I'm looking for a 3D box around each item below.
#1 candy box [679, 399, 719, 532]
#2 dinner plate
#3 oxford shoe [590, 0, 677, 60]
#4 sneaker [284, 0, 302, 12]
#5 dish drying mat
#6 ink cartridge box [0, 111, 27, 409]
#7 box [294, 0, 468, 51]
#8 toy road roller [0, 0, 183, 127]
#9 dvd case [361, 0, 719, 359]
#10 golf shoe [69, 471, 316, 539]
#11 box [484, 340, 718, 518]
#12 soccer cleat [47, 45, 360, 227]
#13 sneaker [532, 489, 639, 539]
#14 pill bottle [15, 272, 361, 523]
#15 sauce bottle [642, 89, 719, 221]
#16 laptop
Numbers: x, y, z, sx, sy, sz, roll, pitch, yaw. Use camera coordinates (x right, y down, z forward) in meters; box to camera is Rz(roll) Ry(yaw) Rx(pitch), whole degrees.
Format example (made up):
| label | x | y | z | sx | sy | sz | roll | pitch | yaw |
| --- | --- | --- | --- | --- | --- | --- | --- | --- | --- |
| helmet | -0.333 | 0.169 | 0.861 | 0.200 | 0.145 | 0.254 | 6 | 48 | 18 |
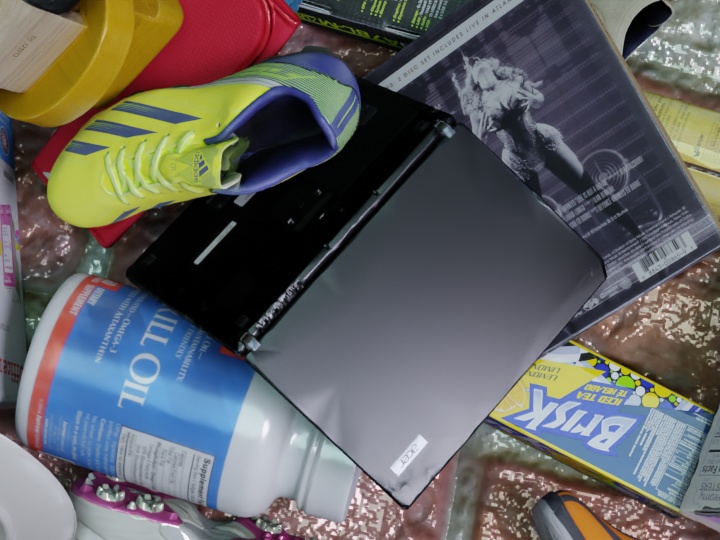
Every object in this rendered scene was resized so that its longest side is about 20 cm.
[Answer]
| label | x | y | z | sx | sy | sz | roll | pitch | yaw |
| --- | --- | --- | --- | --- | --- | --- | --- | --- | --- |
| candy box | 0.298 | 0.081 | 0.929 | 0.167 | 0.072 | 0.201 | 26 | 76 | -15 |
| dinner plate | -0.262 | 0.128 | 0.933 | 0.199 | 0.200 | 0.024 | 11 | 55 | 4 |
| oxford shoe | 0.163 | -0.179 | 0.992 | 0.074 | 0.071 | 0.200 | 21 | 70 | 17 |
| sneaker | -0.104 | -0.148 | 0.988 | 0.081 | 0.076 | 0.200 | 47 | 111 | 10 |
| dish drying mat | -0.119 | -0.102 | 0.957 | 0.077 | 0.018 | 0.200 | 49 | 120 | 9 |
| ink cartridge box | -0.257 | -0.014 | 0.970 | 0.084 | 0.145 | 0.201 | -4 | 83 | 1 |
| box | 0.038 | -0.237 | 1.012 | 0.193 | 0.048 | 0.201 | 18 | 84 | 21 |
| toy road roller | -0.190 | -0.169 | 0.903 | 0.123 | 0.146 | 0.200 | -41 | 61 | 22 |
| dvd case | 0.099 | -0.063 | 0.932 | 0.149 | 0.016 | 0.200 | -34 | 75 | 24 |
| golf shoe | -0.089 | 0.190 | 0.983 | 0.199 | 0.075 | 0.092 | 20 | 100 | 7 |
| box | 0.116 | 0.076 | 0.978 | 0.200 | 0.070 | 0.064 | 27 | 83 | 6 |
| soccer cleat | -0.094 | -0.066 | 0.901 | 0.200 | 0.084 | 0.065 | -19 | 121 | 18 |
| sneaker | 0.197 | 0.188 | 0.966 | 0.112 | 0.078 | 0.200 | -40 | 94 | -6 |
| pill bottle | -0.093 | 0.080 | 0.967 | 0.199 | 0.112 | 0.113 | 16 | 84 | 4 |
| sauce bottle | 0.166 | -0.081 | 0.995 | 0.199 | 0.066 | 0.066 | 21 | 85 | 13 |
| laptop | 0.000 | 0.000 | 0.918 | 0.177 | 0.103 | 0.200 | -47 | 41 | -12 |
